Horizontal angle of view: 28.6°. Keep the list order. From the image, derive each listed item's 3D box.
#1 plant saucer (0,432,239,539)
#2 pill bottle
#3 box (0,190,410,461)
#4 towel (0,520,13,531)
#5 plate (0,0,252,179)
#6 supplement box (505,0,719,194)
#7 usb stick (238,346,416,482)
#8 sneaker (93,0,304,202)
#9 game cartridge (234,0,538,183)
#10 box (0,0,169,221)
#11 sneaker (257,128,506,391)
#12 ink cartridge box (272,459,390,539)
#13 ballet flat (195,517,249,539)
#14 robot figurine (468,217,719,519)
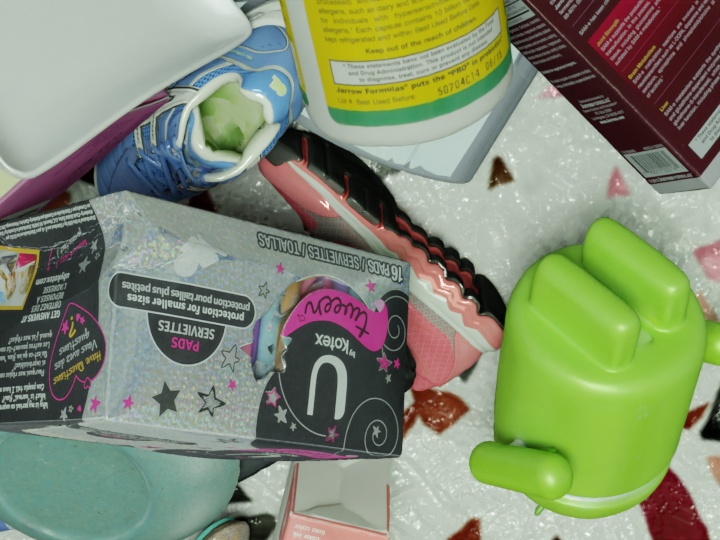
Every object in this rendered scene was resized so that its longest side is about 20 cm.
[{"bbox_3d":[-0.175,0.119,0.870,0.198,0.039,0.203,5,129,6],"label":"plant saucer"},{"bbox_3d":[0.007,-0.172,0.678,0.111,0.113,0.202,-10,123,6],"label":"pill bottle"},{"bbox_3d":[-0.085,0.040,0.757,0.199,0.131,0.116,12,76,-43],"label":"box"},{"bbox_3d":[-0.198,0.096,0.906,0.198,0.024,0.146,-15,110,21],"label":"towel"},{"bbox_3d":[-0.171,-0.154,0.688,0.200,0.200,0.032,51,130,-5],"label":"plate"},{"bbox_3d":[0.145,-0.149,0.786,0.200,0.061,0.109,43,78,-13],"label":"supplement box"},{"bbox_3d":[-0.048,0.088,0.885,0.199,0.033,0.056,-32,105,33],"label":"usb stick"},{"bbox_3d":[-0.097,-0.082,0.808,0.076,0.077,0.199,42,132,-15],"label":"sneaker"},{"bbox_3d":[0.005,-0.140,0.828,0.198,0.041,0.134,28,113,-8],"label":"game cartridge"},{"bbox_3d":[-0.238,-0.117,0.771,0.175,0.097,0.201,-36,90,25],"label":"box"},{"bbox_3d":[0.000,0.000,0.859,0.200,0.074,0.087,42,108,-13],"label":"sneaker"},{"bbox_3d":[-0.034,0.221,0.918,0.067,0.117,0.202,12,110,-4],"label":"ink cartridge box"},{"bbox_3d":[-0.118,0.254,0.957,0.067,0.068,0.201,47,117,22],"label":"ballet flat"},{"bbox_3d":[0.138,0.066,0.838,0.115,0.175,0.201,38,147,29],"label":"robot figurine"}]
